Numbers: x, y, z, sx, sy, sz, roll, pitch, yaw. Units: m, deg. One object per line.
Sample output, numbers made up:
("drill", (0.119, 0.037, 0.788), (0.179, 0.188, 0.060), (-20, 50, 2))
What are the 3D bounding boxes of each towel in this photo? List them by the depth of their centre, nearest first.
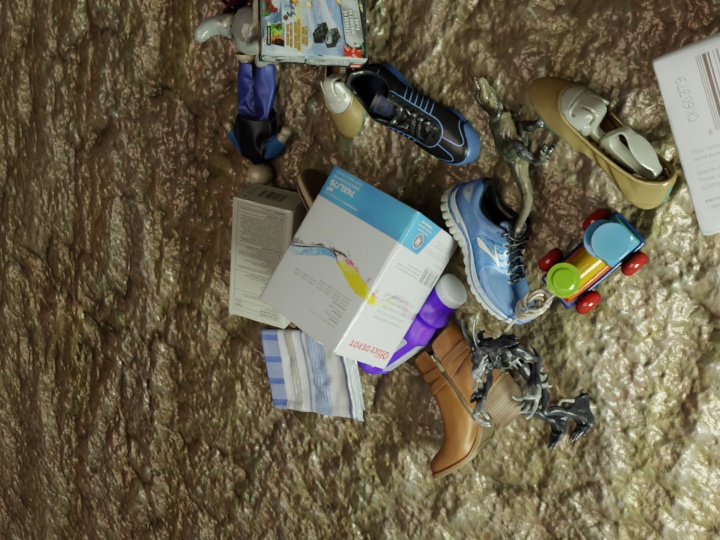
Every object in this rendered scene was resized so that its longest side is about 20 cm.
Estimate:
("towel", (-0.082, 0.169, 1.335), (0.199, 0.024, 0.148), (1, 105, 38))

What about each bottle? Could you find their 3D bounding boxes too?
("bottle", (0.068, 0.074, 1.153), (0.200, 0.065, 0.084), (-41, 59, 39))

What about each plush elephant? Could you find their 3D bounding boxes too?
("plush elephant", (-0.163, -0.363, 1.108), (0.198, 0.165, 0.156), (7, 80, 2))

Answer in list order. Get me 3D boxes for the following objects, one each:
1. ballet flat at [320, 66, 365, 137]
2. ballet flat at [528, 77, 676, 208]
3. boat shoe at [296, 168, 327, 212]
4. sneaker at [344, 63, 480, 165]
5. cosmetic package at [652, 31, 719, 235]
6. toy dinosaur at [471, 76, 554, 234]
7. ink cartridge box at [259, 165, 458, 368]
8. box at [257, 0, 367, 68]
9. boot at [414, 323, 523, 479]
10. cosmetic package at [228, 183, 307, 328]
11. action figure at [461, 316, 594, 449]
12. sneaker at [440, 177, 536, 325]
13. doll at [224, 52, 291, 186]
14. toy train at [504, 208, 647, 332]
("ballet flat", (-0.031, -0.281, 1.115), (0.068, 0.063, 0.202), (15, 114, 36))
("ballet flat", (0.274, -0.156, 0.906), (0.200, 0.069, 0.063), (45, 163, 9))
("boat shoe", (-0.046, -0.052, 1.203), (0.072, 0.072, 0.201), (-32, 91, 39))
("sneaker", (0.063, -0.200, 1.059), (0.200, 0.078, 0.070), (41, 126, 20))
("cosmetic package", (0.393, -0.147, 0.741), (0.164, 0.199, 0.166), (-15, 95, 40))
("toy dinosaur", (0.194, -0.153, 0.984), (0.088, 0.047, 0.202), (-27, 74, 50))
("ink cartridge box", (0.000, 0.000, 1.061), (0.146, 0.147, 0.201), (32, 92, 30))
("box", (-0.062, -0.363, 1.031), (0.040, 0.136, 0.202), (158, 112, -75))
("boot", (0.124, 0.186, 1.143), (0.155, 0.076, 0.200), (46, 125, 14))
("cosmetic package", (-0.143, -0.023, 1.264), (0.103, 0.073, 0.202), (15, 119, 14))
("action figure", (0.195, 0.147, 1.016), (0.199, 0.102, 0.119), (37, 153, -10))
("sneaker", (0.177, -0.026, 1.031), (0.089, 0.078, 0.201), (-27, 88, 43))
("doll", (-0.155, -0.225, 1.240), (0.136, 0.048, 0.202), (18, 115, 34))
("toy train", (0.235, 0.015, 0.940), (0.200, 0.116, 0.085), (-43, 77, 15))
